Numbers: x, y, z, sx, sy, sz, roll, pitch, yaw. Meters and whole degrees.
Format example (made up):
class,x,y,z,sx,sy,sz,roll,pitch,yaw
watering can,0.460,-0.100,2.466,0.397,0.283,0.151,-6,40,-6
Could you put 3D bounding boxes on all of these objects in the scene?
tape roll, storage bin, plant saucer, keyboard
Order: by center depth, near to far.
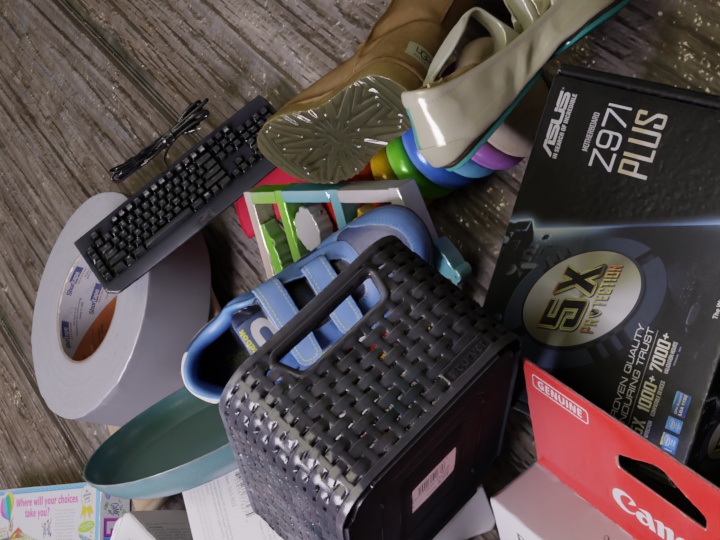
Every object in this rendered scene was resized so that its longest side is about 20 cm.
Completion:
class,x,y,z,sx,sy,sz,roll,pitch,yaw
storage bin,0.009,0.093,0.662,0.094,0.201,0.135,40,68,21
plant saucer,-0.106,0.112,0.853,0.199,0.200,0.028,-12,107,44
keyboard,-0.155,-0.078,0.971,0.199,0.021,0.127,-39,51,-5
tape roll,-0.215,0.035,1.035,0.199,0.066,0.202,-20,63,44

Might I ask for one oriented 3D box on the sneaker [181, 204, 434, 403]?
class,x,y,z,sx,sy,sz,roll,pitch,yaw
sneaker,-0.037,0.030,0.776,0.199,0.082,0.074,-36,84,16

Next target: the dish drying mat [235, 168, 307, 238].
class,x,y,z,sx,sy,sz,roll,pitch,yaw
dish drying mat,-0.036,-0.099,0.950,0.199,0.018,0.078,-29,61,38

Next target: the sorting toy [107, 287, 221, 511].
class,x,y,z,sx,sy,sz,roll,pitch,yaw
sorting toy,-0.168,0.098,1.040,0.185,0.036,0.201,-49,46,28

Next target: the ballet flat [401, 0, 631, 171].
class,x,y,z,sx,sy,sz,roll,pitch,yaw
ballet flat,0.098,-0.144,0.710,0.200,0.070,0.069,-44,40,-21

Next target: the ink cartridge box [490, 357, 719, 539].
class,x,y,z,sx,sy,sz,roll,pitch,yaw
ink cartridge box,0.148,0.163,0.612,0.200,0.045,0.177,35,150,44

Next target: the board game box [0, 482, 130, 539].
class,x,y,z,sx,sy,sz,roll,pitch,yaw
board game box,-0.293,0.276,1.129,0.199,0.034,0.136,-14,73,44

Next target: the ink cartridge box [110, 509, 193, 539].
class,x,y,z,sx,sy,sz,roll,pitch,yaw
ink cartridge box,-0.128,0.299,0.918,0.199,0.083,0.146,32,105,44

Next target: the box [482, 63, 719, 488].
class,x,y,z,sx,sy,sz,roll,pitch,yaw
box,0.167,0.000,0.669,0.163,0.086,0.202,25,100,46

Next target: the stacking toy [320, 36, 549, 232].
class,x,y,z,sx,sy,sz,roll,pitch,yaw
stacking toy,0.040,-0.078,0.826,0.199,0.085,0.086,-33,60,42

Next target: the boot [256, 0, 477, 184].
class,x,y,z,sx,sy,sz,roll,pitch,yaw
boot,0.027,-0.163,0.814,0.174,0.066,0.201,-16,38,49

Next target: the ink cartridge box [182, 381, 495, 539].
class,x,y,z,sx,sy,sz,roll,pitch,yaw
ink cartridge box,-0.011,0.167,0.800,0.198,0.068,0.116,-23,62,6

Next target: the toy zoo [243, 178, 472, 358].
class,x,y,z,sx,sy,sz,roll,pitch,yaw
toy zoo,0.000,0.000,0.845,0.199,0.020,0.132,4,115,46
